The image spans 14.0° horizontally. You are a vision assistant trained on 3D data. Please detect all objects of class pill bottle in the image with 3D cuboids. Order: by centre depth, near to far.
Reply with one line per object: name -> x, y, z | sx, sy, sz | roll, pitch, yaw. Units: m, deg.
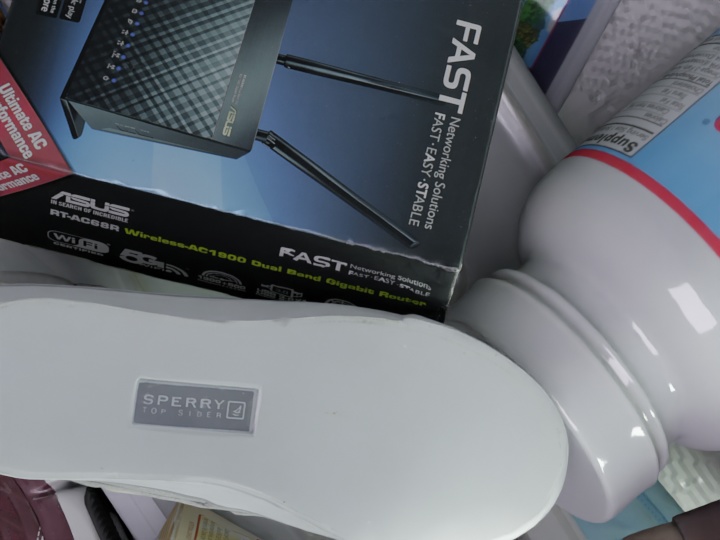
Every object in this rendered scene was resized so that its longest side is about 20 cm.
pill bottle -> 0.123, -0.014, 0.936 | 0.200, 0.109, 0.109 | -40, 106, -16

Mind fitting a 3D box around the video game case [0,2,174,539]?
video game case -> -0.102, -0.008, 0.991 | 0.018, 0.143, 0.200 | -27, 107, 15

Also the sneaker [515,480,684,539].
sneaker -> 0.054, 0.035, 1.044 | 0.082, 0.074, 0.201 | -31, 98, -25

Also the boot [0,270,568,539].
boot -> -0.043, 0.033, 0.870 | 0.199, 0.096, 0.074 | 13, 96, -21

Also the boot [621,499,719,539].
boot -> 0.154, 0.082, 0.914 | 0.146, 0.201, 0.070 | -9, 138, 16

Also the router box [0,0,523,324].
router box -> -0.024, -0.090, 0.904 | 0.149, 0.201, 0.062 | 14, 156, -1

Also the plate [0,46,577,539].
plate -> 0.000, 0.000, 0.957 | 0.200, 0.032, 0.200 | -40, 107, -21

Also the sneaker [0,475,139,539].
sneaker -> -0.150, 0.056, 0.983 | 0.115, 0.076, 0.201 | -28, 75, 12

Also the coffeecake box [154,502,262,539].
coffeecake box -> -0.010, 0.190, 0.913 | 0.200, 0.073, 0.154 | 31, 97, -4

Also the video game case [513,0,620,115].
video game case -> 0.019, -0.153, 0.985 | 0.182, 0.023, 0.200 | 27, 112, -5
